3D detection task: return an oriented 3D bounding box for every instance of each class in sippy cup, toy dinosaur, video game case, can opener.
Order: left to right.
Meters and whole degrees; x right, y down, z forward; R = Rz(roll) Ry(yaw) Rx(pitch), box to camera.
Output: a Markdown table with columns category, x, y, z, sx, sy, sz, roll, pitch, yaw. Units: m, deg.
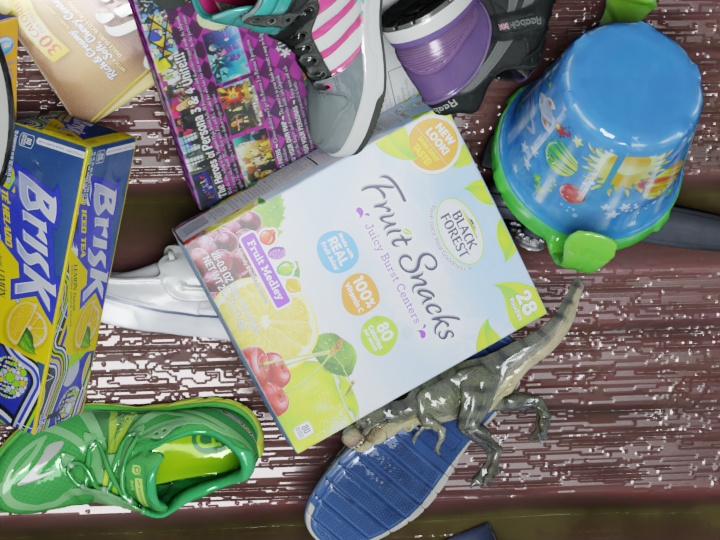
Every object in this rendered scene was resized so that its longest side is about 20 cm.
| category | x | y | z | sx | sy | sz | roll | pitch | yaw |
| --- | --- | --- | --- | --- | --- | --- | --- | --- | --- |
| video game case | -0.051 | -0.153 | 1.492 | 0.181 | 0.036 | 0.200 | -23 | 133 | -8 |
| toy dinosaur | 0.089 | 0.092 | 1.559 | 0.200 | 0.047 | 0.088 | -30 | 100 | -7 |
| sippy cup | 0.167 | -0.097 | 1.510 | 0.140 | 0.130 | 0.178 | -20 | 73 | -17 |
| can opener | 0.178 | -0.042 | 1.592 | 0.200 | 0.063 | 0.079 | 13 | 104 | -11 |

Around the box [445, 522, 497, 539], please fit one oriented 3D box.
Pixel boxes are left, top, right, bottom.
| category | x | y | z | sx | sy | sz | roll | pitch | yaw |
| --- | --- | --- | --- | --- | --- | --- | --- | --- | --- |
| box | 0.039 | 0.302 | 1.605 | 0.198 | 0.200 | 0.123 | -23 | 109 | -1 |

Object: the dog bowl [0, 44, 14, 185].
| category | x | y | z | sx | sy | sz | roll | pitch | yaw |
| --- | --- | --- | --- | --- | --- | --- | --- | --- | --- |
| dog bowl | -0.324 | -0.106 | 1.443 | 0.200 | 0.074 | 0.200 | 7 | 106 | 27 |

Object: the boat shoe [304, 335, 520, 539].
| category | x | y | z | sx | sy | sz | roll | pitch | yaw |
| --- | --- | --- | --- | --- | --- | --- | --- | --- | --- |
| boat shoe | 0.036 | 0.118 | 1.615 | 0.200 | 0.072 | 0.072 | -43 | 109 | 0 |

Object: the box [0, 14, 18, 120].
| category | x | y | z | sx | sy | sz | roll | pitch | yaw |
| --- | --- | --- | --- | --- | --- | --- | --- | --- | --- |
| box | -0.287 | -0.099 | 1.493 | 0.119 | 0.041 | 0.200 | 11 | 106 | 23 |

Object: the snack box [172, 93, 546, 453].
| category | x | y | z | sx | sy | sz | roll | pitch | yaw |
| --- | --- | --- | --- | --- | --- | --- | --- | --- | --- |
| snack box | 0.000 | 0.000 | 1.523 | 0.200 | 0.068 | 0.169 | -30 | 107 | -7 |

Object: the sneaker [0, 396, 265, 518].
| category | x | y | z | sx | sy | sz | roll | pitch | yaw |
| --- | --- | --- | --- | --- | --- | --- | --- | --- | --- |
| sneaker | -0.166 | 0.133 | 1.586 | 0.200 | 0.084 | 0.074 | -11 | 108 | -4 |

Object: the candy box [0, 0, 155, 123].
| category | x | y | z | sx | sy | sz | roll | pitch | yaw |
| --- | --- | --- | --- | --- | --- | --- | --- | --- | --- |
| candy box | -0.136 | -0.197 | 1.504 | 0.200 | 0.055 | 0.115 | -32 | 110 | 2 |

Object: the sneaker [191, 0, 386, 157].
| category | x | y | z | sx | sy | sz | roll | pitch | yaw |
| --- | --- | --- | --- | --- | --- | --- | --- | --- | --- |
| sneaker | -0.046 | -0.156 | 1.407 | 0.121 | 0.084 | 0.200 | -11 | 122 | -25 |

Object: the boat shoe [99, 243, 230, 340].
| category | x | y | z | sx | sy | sz | roll | pitch | yaw |
| --- | --- | --- | --- | --- | --- | --- | --- | --- | --- |
| boat shoe | -0.116 | 0.010 | 1.569 | 0.200 | 0.074 | 0.065 | 7 | 96 | -17 |

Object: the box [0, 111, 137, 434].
| category | x | y | z | sx | sy | sz | roll | pitch | yaw |
| --- | --- | --- | --- | --- | --- | --- | --- | --- | --- |
| box | -0.207 | 0.000 | 1.486 | 0.064 | 0.070 | 0.200 | 18 | 106 | 19 |

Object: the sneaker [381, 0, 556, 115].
| category | x | y | z | sx | sy | sz | roll | pitch | yaw |
| --- | --- | --- | --- | --- | --- | --- | --- | --- | --- |
| sneaker | 0.096 | -0.175 | 1.504 | 0.200 | 0.076 | 0.088 | -41 | 114 | -32 |
